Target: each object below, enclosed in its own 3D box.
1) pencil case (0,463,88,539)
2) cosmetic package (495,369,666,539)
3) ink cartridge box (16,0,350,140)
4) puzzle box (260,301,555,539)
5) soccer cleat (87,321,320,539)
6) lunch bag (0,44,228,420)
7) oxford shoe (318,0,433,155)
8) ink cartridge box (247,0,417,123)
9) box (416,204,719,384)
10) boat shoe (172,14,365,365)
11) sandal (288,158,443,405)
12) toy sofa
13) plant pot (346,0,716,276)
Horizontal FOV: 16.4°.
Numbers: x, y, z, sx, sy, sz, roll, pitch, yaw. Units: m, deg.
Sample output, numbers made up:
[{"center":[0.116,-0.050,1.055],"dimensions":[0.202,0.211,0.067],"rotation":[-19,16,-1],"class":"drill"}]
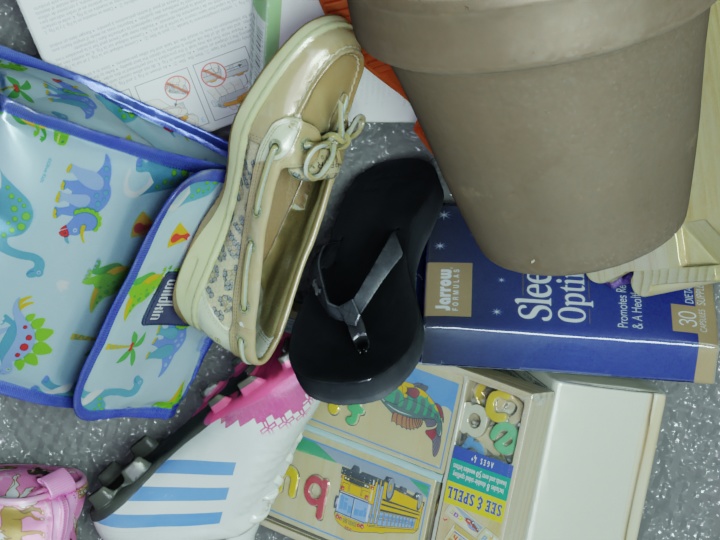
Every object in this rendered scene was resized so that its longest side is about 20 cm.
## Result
[{"center":[-0.203,0.214,1.491],"dimensions":[0.086,0.083,0.201],"rotation":[0,99,2],"class":"pencil case"},{"center":[0.110,0.151,1.455],"dimensions":[0.073,0.104,0.201],"rotation":[7,101,-16],"class":"cosmetic package"},{"center":[-0.110,-0.150,1.457],"dimensions":[0.160,0.050,0.201],"rotation":[-19,117,4],"class":"ink cartridge box"},{"center":[0.012,0.106,1.441],"dimensions":[0.199,0.025,0.134],"rotation":[17,102,35],"class":"puzzle box"},{"center":[-0.068,0.107,1.453],"dimensions":[0.200,0.070,0.086],"rotation":[-38,104,20],"class":"soccer cleat"},{"center":[-0.158,-0.012,1.430],"dimensions":[0.199,0.128,0.171],"rotation":[19,108,-29],"class":"lunch bag"},{"center":[0.039,-0.135,1.385],"dimensions":[0.073,0.071,0.200],"rotation":[-45,113,-21],"class":"oxford shoe"},{"center":[0.040,-0.158,1.425],"dimensions":[0.199,0.048,0.146],"rotation":[0,111,-13],"class":"ink cartridge box"},{"center":[0.102,0.011,1.430],"dimensions":[0.199,0.121,0.033],"rotation":[3,126,2],"class":"box"},{"center":[-0.038,-0.044,1.382],"dimensions":[0.063,0.073,0.201],"rotation":[37,117,30],"class":"boat shoe"},{"center":[-0.001,0.000,1.397],"dimensions":[0.076,0.201,0.043],"rotation":[-10,128,17],"class":"sandal"},{"center":[0.175,-0.090,1.387],"dimensions":[0.083,0.097,0.201],"rotation":[-10,92,-41],"class":"toy sofa"},{"center":[0.103,-0.099,1.289],"dimensions":[0.199,0.200,0.176],"rotation":[-12,115,4],"class":"plant pot"}]
